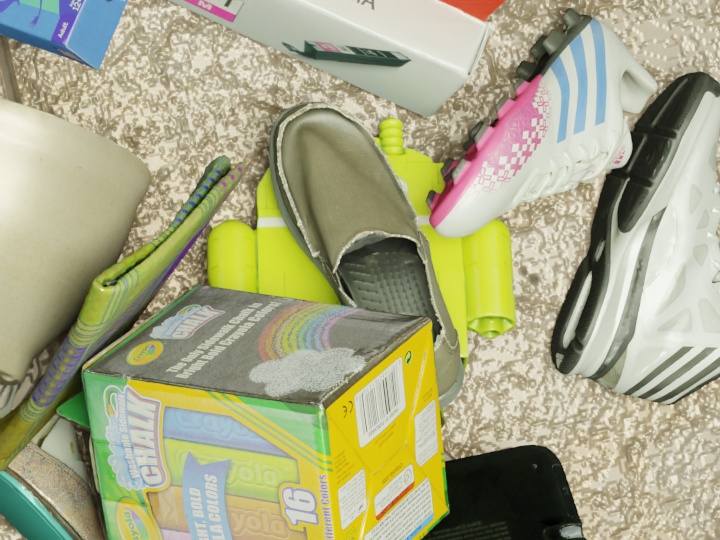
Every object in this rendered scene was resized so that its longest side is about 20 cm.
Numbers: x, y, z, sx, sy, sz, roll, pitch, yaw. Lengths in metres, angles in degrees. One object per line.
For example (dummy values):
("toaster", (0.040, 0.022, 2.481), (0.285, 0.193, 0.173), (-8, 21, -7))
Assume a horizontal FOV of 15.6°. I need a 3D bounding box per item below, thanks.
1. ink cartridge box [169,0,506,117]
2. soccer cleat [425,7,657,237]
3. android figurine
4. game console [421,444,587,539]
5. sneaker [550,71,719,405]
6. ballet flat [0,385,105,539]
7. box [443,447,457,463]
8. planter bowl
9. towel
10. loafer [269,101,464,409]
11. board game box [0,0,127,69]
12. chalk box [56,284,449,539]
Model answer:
("ink cartridge box", (-0.020, -0.167, 1.518), (0.199, 0.174, 0.044), (24, 75, -7))
("soccer cleat", (0.114, -0.076, 1.555), (0.086, 0.070, 0.200), (40, 52, -3))
("android figurine", (0.000, 0.000, 1.549), (0.181, 0.041, 0.201), (1, 65, -3))
("game console", (0.036, 0.216, 1.518), (0.199, 0.117, 0.177), (-11, 59, -11))
("sneaker", (0.203, -0.013, 1.610), (0.115, 0.076, 0.201), (22, 92, -16))
("ballet flat", (-0.208, 0.097, 1.533), (0.200, 0.068, 0.067), (41, 65, -6))
("box", (-0.015, 0.182, 1.555), (0.100, 0.075, 0.200), (42, 80, -5))
("planter bowl", (-0.229, -0.015, 1.457), (0.199, 0.200, 0.135), (16, 79, -8))
("towel", (-0.141, 0.026, 1.457), (0.023, 0.200, 0.144), (40, 48, 1))
("loafer", (0.008, -0.017, 1.496), (0.075, 0.070, 0.201), (-23, 70, -13))
("board game box", (-0.208, -0.216, 1.505), (0.199, 0.045, 0.153), (19, 83, 26))
("chalk box", (-0.069, 0.091, 1.441), (0.199, 0.124, 0.124), (7, 116, 31))
